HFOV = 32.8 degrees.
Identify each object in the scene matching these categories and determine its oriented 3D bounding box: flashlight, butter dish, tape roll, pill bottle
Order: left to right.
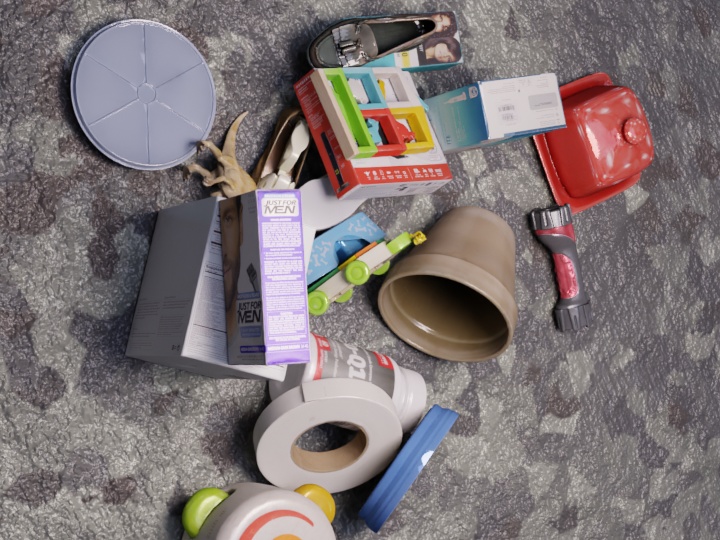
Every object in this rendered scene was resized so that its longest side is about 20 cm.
[{"bbox_3d":[-0.044,0.224,1.642,0.203,0.203,0.037,20,34,-28],"label":"tape roll"},{"bbox_3d":[-0.015,0.161,1.697,0.200,0.114,0.114,19,77,-29],"label":"pill bottle"},{"bbox_3d":[0.318,-0.003,1.940,0.068,0.068,0.200,-28,109,-68],"label":"flashlight"},{"bbox_3d":[0.393,-0.211,1.949,0.199,0.148,0.200,-25,99,-31],"label":"butter dish"}]

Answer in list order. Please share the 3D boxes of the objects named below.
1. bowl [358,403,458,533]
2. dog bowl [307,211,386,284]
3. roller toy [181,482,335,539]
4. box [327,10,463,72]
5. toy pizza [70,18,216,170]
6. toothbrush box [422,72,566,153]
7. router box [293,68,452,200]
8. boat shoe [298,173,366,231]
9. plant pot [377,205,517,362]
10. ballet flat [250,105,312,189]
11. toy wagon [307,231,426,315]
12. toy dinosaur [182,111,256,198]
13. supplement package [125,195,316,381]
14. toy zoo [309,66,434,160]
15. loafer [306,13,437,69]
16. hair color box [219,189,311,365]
[{"bbox_3d":[0.064,0.271,1.698,0.039,0.201,0.201,34,67,7],"label":"bowl"},{"bbox_3d":[-0.050,-0.020,1.685,0.200,0.111,0.050,-32,88,-42],"label":"dog bowl"},{"bbox_3d":[-0.128,0.373,1.599,0.200,0.140,0.183,1,86,-31],"label":"roller toy"},{"bbox_3d":[0.054,-0.334,1.811,0.200,0.049,0.082,-11,93,-31],"label":"box"},{"bbox_3d":[-0.286,-0.230,1.611,0.200,0.032,0.200,3,84,-30],"label":"toy pizza"},{"bbox_3d":[0.177,-0.224,1.790,0.146,0.200,0.085,-12,93,-32],"label":"toothbrush box"},{"bbox_3d":[0.019,-0.193,1.718,0.200,0.049,0.180,-9,72,-47],"label":"router box"},{"bbox_3d":[-0.038,-0.106,1.722,0.200,0.066,0.072,-40,95,-37],"label":"boat shoe"},{"bbox_3d":[0.145,0.007,1.778,0.200,0.200,0.174,41,50,-22],"label":"plant pot"},{"bbox_3d":[-0.105,-0.141,1.687,0.068,0.072,0.200,27,74,-18],"label":"ballet flat"},{"bbox_3d":[0.000,0.000,1.666,0.200,0.155,0.040,-37,87,13],"label":"toy wagon"},{"bbox_3d":[-0.182,-0.134,1.639,0.101,0.058,0.200,15,46,-37],"label":"toy dinosaur"},{"bbox_3d":[-0.180,0.028,1.562,0.147,0.191,0.200,17,78,-29],"label":"supplement package"},{"bbox_3d":[0.029,-0.220,1.690,0.200,0.020,0.131,-10,73,-46],"label":"toy zoo"},{"bbox_3d":[0.019,-0.328,1.723,0.200,0.063,0.072,-22,100,-29],"label":"loafer"},{"bbox_3d":[-0.113,0.010,1.428,0.065,0.109,0.200,-1,86,-30],"label":"hair color box"}]
